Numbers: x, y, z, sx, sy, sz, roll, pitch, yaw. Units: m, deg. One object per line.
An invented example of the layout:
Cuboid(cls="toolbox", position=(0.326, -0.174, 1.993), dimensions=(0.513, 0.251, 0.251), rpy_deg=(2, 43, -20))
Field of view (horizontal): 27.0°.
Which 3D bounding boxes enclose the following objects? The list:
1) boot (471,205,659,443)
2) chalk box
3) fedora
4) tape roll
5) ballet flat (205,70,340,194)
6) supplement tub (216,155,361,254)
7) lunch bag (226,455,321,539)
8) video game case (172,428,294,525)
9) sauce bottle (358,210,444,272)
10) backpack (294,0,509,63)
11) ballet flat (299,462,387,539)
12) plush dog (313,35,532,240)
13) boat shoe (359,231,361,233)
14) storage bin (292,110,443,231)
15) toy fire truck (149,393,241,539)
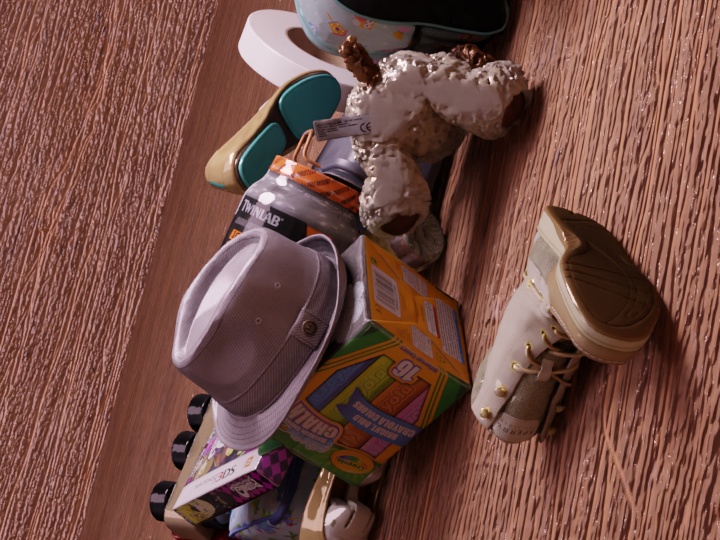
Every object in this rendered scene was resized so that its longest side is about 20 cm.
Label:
Cuboid(cls="boot", position=(0.135, 0.057, 1.036), dimensions=(0.200, 0.071, 0.156), rpy_deg=(-97, 28, -68))
Cuboid(cls="chalk box", position=(-0.016, 0.095, 1.330), dimensions=(0.200, 0.124, 0.125), rpy_deg=(-43, 29, 27))
Cuboid(cls="fedora", position=(-0.099, 0.043, 1.284), dimensions=(0.201, 0.090, 0.177), rpy_deg=(-60, 26, -5))
Cuboid(cls="tape roll", position=(-0.045, -0.244, 1.761), dimensions=(0.203, 0.201, 0.037), rpy_deg=(-102, 32, -61))
Cuboid(cls="ballet flat", position=(-0.097, -0.152, 1.601), dimensions=(0.063, 0.069, 0.200), rpy_deg=(0, 35, 40))
Cuboid(cls="supplement tub", position=(-0.079, 0.000, 1.439), dimensions=(0.202, 0.122, 0.122), rpy_deg=(-66, 15, -1))
Cuboid(cls="lunch bag", position=(-0.070, 0.208, 1.591), dimensions=(0.200, 0.082, 0.162), rpy_deg=(145, 144, -65))
Cuboid(cls="video game case", position=(-0.099, 0.150, 1.522), dimensions=(0.181, 0.036, 0.201), rpy_deg=(-31, 27, 51))
Cuboid(cls="sauce bottle", position=(0.000, 0.000, 1.500), dimensions=(0.199, 0.064, 0.065), rpy_deg=(-32, 41, 45))
Cuboid(cls="backpack", position=(0.028, -0.288, 1.474), dimensions=(0.153, 0.198, 0.178), rpy_deg=(-34, 58, 59))
Cuboid(cls="ballet flat", position=(-0.009, 0.204, 1.407), dimensions=(0.063, 0.068, 0.202), rpy_deg=(-3, 71, 59))
Cuboid(cls="plush dog", position=(0.048, -0.145, 1.388), dimensions=(0.200, 0.160, 0.172), rpy_deg=(-47, -4, 9))
Cuboid(cls="boat shoe", position=(-0.022, 0.007, 1.706), dimensions=(0.067, 0.057, 0.202), rpy_deg=(-24, 53, 50))
Cuboid(cls="storage bin", position=(0.015, -0.128, 1.565), dimensions=(0.135, 0.145, 0.200), rpy_deg=(-65, 14, -10))
Cuboid(cls="toy fire truck", position=(-0.146, 0.258, 1.760), dimensions=(0.128, 0.200, 0.177), rpy_deg=(-1, 55, 35))
